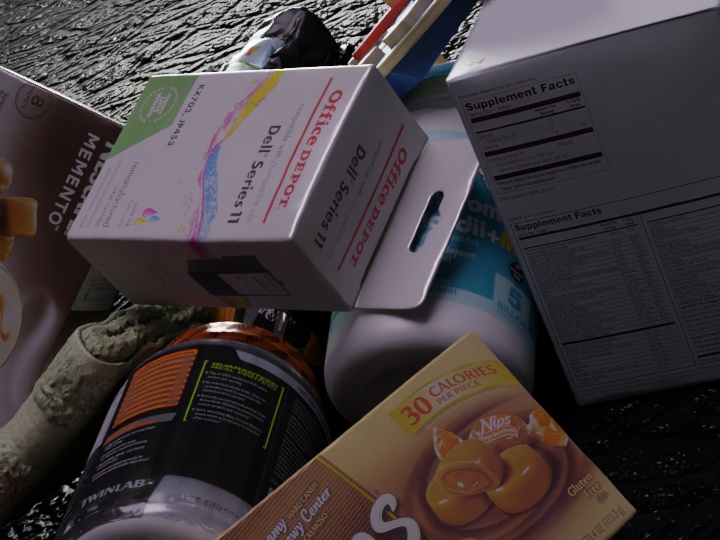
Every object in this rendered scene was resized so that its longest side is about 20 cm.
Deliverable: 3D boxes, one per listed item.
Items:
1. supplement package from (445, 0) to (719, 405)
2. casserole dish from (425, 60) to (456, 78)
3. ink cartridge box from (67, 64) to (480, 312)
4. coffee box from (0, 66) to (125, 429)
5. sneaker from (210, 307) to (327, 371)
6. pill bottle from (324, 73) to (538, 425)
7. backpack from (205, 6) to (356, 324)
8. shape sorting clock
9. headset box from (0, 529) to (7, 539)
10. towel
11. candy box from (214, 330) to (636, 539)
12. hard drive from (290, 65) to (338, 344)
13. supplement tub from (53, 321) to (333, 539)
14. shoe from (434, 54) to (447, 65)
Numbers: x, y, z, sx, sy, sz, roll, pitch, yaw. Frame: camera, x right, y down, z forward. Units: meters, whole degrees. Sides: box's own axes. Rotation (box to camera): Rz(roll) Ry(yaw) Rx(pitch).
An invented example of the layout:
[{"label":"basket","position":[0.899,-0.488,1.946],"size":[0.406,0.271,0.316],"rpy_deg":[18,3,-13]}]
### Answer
[{"label":"supplement package","position":[0.165,-0.072,1.138],"size":[0.146,0.201,0.191],"rpy_deg":[-13,26,24]},{"label":"casserole dish","position":[0.100,-0.095,1.360],"size":[0.121,0.039,0.200],"rpy_deg":[28,27,29]},{"label":"ink cartridge box","position":[-0.043,-0.044,1.119],"size":[0.199,0.067,0.117],"rpy_deg":[1,55,37]},{"label":"coffee box","position":[-0.203,-0.006,1.280],"size":[0.201,0.114,0.080],"rpy_deg":[-64,-12,1]},{"label":"sneaker","position":[0.000,0.000,1.315],"size":[0.077,0.079,0.200],"rpy_deg":[19,50,40]},{"label":"pill bottle","position":[0.044,-0.011,1.160],"size":[0.110,0.111,0.201],"rpy_deg":[-13,48,24]},{"label":"backpack","position":[-0.071,-0.046,1.385],"size":[0.153,0.163,0.200],"rpy_deg":[-19,29,32]},{"label":"shape sorting clock","position":[0.031,-0.148,1.219],"size":[0.200,0.039,0.200],"rpy_deg":[-52,8,10]},{"label":"headset box","position":[-0.314,0.191,1.188],"size":[0.148,0.075,0.200],"rpy_deg":[-1,32,43]},{"label":"towel","position":[-0.156,0.075,1.199],"size":[0.149,0.036,0.200],"rpy_deg":[-50,-3,15]},{"label":"candy box","position":[0.014,0.132,0.950],"size":[0.200,0.115,0.055],"rpy_deg":[-38,-11,-28]},{"label":"hard drive","position":[0.004,-0.024,1.261],"size":[0.140,0.038,0.200],"rpy_deg":[-37,62,-27]},{"label":"supplement tub","position":[-0.080,0.115,1.070],"size":[0.122,0.123,0.200],"rpy_deg":[-16,24,17]},{"label":"shoe","position":[0.044,-0.111,1.496],"size":[0.053,0.070,0.200],"rpy_deg":[-19,25,-10]}]
